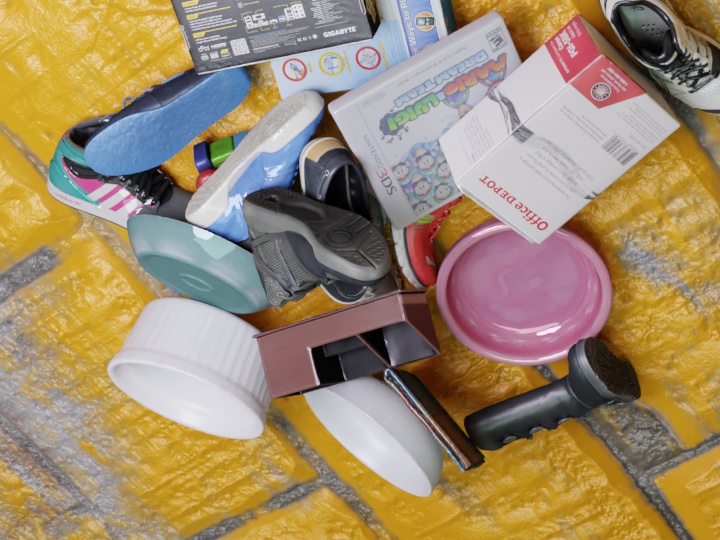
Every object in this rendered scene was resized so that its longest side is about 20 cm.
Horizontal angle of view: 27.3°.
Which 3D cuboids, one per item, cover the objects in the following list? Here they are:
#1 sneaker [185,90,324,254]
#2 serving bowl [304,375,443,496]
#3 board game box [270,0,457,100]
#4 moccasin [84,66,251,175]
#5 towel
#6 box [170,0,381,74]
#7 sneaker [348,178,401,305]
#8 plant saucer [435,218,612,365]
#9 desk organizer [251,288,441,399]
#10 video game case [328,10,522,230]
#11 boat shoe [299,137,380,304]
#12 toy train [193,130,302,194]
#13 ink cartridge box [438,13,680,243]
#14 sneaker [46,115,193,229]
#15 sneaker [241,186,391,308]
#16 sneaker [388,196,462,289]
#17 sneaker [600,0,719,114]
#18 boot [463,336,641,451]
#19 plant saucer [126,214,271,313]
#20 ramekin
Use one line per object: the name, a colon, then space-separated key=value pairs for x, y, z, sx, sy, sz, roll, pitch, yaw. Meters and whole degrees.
sneaker: x=-0.085 y=-0.096 z=1.601 sx=0.111 sy=0.077 sz=0.200 roll=38 pitch=105 yaw=-24
serving bowl: x=0.027 y=0.185 z=1.796 sx=0.200 sy=0.066 sz=0.200 roll=38 pitch=162 yaw=15
board game box: x=-0.011 y=-0.290 z=1.542 sx=0.196 sy=0.056 sz=0.200 roll=-6 pitch=121 yaw=16
moccasin: x=-0.210 y=-0.169 z=1.627 sx=0.200 sy=0.068 sz=0.080 roll=-25 pitch=123 yaw=1
towel: x=0.085 y=0.172 z=1.706 sx=0.022 sy=0.200 sz=0.147 roll=-41 pitch=80 yaw=3
box: x=-0.096 y=-0.294 z=1.494 sx=0.200 sy=0.049 sz=0.160 roll=-9 pitch=118 yaw=17
sneaker: x=0.000 y=0.000 z=1.705 sx=0.076 sy=0.092 sz=0.200 roll=-3 pitch=123 yaw=13
plant saucer: x=0.188 y=0.017 z=1.699 sx=0.200 sy=0.051 sz=0.201 roll=4 pitch=125 yaw=5
desk organizer: x=-0.015 y=0.084 z=1.682 sx=0.200 sy=0.072 sz=0.077 roll=-18 pitch=82 yaw=27
video game case: x=0.089 y=-0.154 z=1.560 sx=0.200 sy=0.024 sz=0.182 roll=-29 pitch=130 yaw=1
boat shoe: x=-0.020 y=-0.045 z=1.580 sx=0.075 sy=0.062 sz=0.200 roll=-24 pitch=125 yaw=-24
toy train: x=-0.105 y=-0.071 z=1.698 sx=0.116 sy=0.085 sz=0.200 roll=-22 pitch=121 yaw=5
ink cartridge box: x=0.203 y=-0.143 z=1.533 sx=0.200 sy=0.083 sz=0.147 roll=-41 pitch=130 yaw=20
sneaker: x=-0.260 y=-0.117 z=1.693 sx=0.200 sy=0.084 sz=0.121 roll=17 pitch=134 yaw=2
sneaker: x=-0.041 y=-0.006 z=1.516 sx=0.199 sy=0.076 sz=0.114 roll=22 pitch=129 yaw=39
sneaker: x=0.074 y=-0.065 z=1.663 sx=0.085 sy=0.077 sz=0.200 roll=-8 pitch=123 yaw=6
sneaker: x=0.313 y=-0.218 z=1.504 sx=0.200 sy=0.088 sz=0.076 roll=39 pitch=120 yaw=-16
boot: x=0.209 y=0.150 z=1.741 sx=0.200 sy=0.066 sz=0.165 roll=-20 pitch=151 yaw=24
plant saucer: x=-0.179 y=0.001 z=1.671 sx=0.200 sy=0.036 sz=0.200 roll=21 pitch=163 yaw=7
ramekin: x=-0.192 y=0.115 z=1.772 sx=0.200 sy=0.098 sz=0.200 roll=18 pitch=157 yaw=8
